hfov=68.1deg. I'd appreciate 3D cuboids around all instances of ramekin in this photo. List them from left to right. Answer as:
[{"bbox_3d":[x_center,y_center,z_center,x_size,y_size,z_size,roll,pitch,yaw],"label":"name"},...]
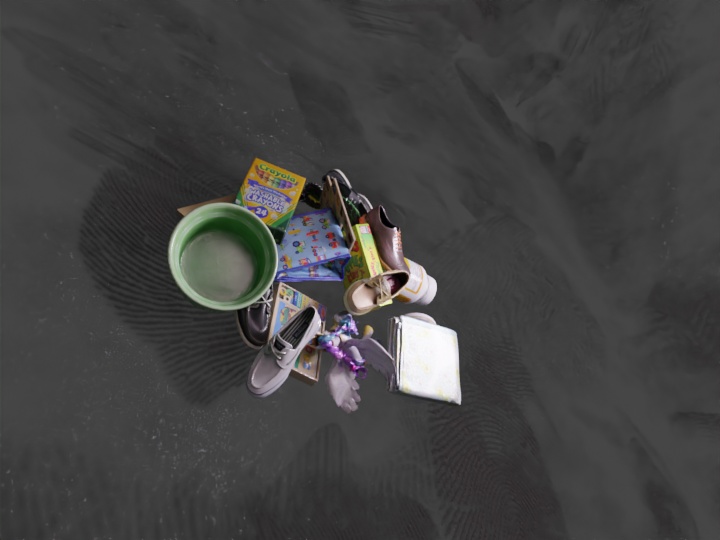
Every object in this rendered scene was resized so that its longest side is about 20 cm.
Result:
[{"bbox_3d":[-0.263,-0.016,1.007,0.197,0.098,0.204,6,74,-21],"label":"ramekin"}]

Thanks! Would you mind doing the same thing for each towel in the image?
[{"bbox_3d":[0.142,0.201,1.185,0.198,0.048,0.174,18,62,-30],"label":"towel"}]

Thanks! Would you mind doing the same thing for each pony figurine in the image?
[{"bbox_3d":[-0.021,0.175,1.139,0.193,0.166,0.200,48,18,5],"label":"pony figurine"}]

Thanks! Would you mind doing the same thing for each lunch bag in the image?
[{"bbox_3d":[-0.142,-0.052,1.212,0.197,0.095,0.152,-7,54,-23],"label":"lunch bag"}]

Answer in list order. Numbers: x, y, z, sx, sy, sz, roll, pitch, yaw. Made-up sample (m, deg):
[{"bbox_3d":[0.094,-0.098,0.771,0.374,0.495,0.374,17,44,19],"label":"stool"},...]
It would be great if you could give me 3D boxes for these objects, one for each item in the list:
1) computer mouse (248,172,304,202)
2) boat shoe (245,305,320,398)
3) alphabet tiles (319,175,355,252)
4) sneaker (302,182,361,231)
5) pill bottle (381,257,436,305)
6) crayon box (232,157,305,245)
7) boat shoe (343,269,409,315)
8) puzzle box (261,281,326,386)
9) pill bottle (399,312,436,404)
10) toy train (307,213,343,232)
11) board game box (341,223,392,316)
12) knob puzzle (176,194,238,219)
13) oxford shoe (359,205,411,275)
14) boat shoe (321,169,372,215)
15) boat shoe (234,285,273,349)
[{"bbox_3d":[-0.226,-0.205,1.283,0.140,0.046,0.199,37,31,15],"label":"computer mouse"},{"bbox_3d":[-0.150,0.145,1.004,0.073,0.067,0.201,28,65,13],"label":"boat shoe"},{"bbox_3d":[-0.062,-0.114,1.269,0.007,0.168,0.203,-8,64,-20],"label":"alphabet tiles"},{"bbox_3d":[-0.060,-0.169,1.402,0.200,0.079,0.085,41,21,29],"label":"sneaker"},{"bbox_3d":[0.107,0.023,1.428,0.198,0.111,0.112,25,42,-32],"label":"pill bottle"},{"bbox_3d":[-0.201,-0.166,1.179,0.124,0.052,0.202,21,51,-8],"label":"crayon box"},{"bbox_3d":[0.040,0.040,1.197,0.199,0.066,0.075,-29,92,-48],"label":"boat shoe"},{"bbox_3d":[-0.138,0.132,1.134,0.132,0.025,0.202,31,39,-26],"label":"puzzle box"},{"bbox_3d":[0.136,0.213,1.288,0.110,0.111,0.202,30,40,-25],"label":"pill bottle"},{"bbox_3d":[-0.067,-0.105,1.414,0.198,0.042,0.057,19,36,-37],"label":"toy train"},{"bbox_3d":[0.000,0.000,1.300,0.047,0.101,0.203,-8,78,-45],"label":"board game box"},{"bbox_3d":[-0.265,-0.084,1.150,0.216,0.031,0.221,19,33,-12],"label":"knob puzzle"},{"bbox_3d":[0.073,-0.065,1.306,0.202,0.072,0.071,58,31,8],"label":"oxford shoe"},{"bbox_3d":[-0.038,-0.201,1.500,0.201,0.074,0.066,55,38,7],"label":"boat shoe"},{"bbox_3d":[-0.211,0.061,1.083,0.071,0.067,0.203,23,45,-35],"label":"boat shoe"}]
